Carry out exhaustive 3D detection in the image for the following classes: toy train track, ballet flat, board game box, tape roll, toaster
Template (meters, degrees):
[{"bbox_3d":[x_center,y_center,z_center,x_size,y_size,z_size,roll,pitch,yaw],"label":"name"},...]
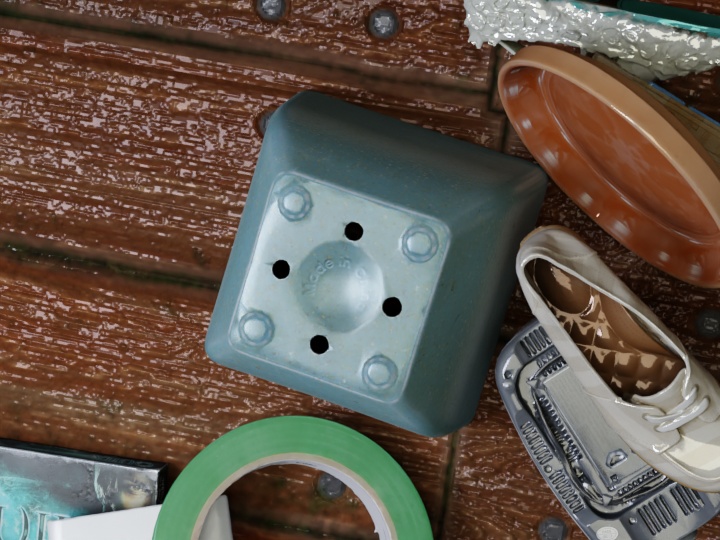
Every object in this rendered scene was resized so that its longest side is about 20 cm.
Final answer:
[{"bbox_3d":[0.230,-0.089,1.060,0.199,0.033,0.115,28,106,-17],"label":"toy train track"},{"bbox_3d":[0.162,-0.159,1.078,0.198,0.072,0.073,17,98,13],"label":"ballet flat"},{"bbox_3d":[-0.248,0.198,1.194,0.198,0.028,0.137,7,97,8],"label":"board game box"},{"bbox_3d":[-0.048,0.204,1.114,0.198,0.048,0.203,1,79,-8],"label":"tape roll"},{"bbox_3d":[0.164,0.088,1.064,0.113,0.129,0.201,-34,90,10],"label":"toaster"}]

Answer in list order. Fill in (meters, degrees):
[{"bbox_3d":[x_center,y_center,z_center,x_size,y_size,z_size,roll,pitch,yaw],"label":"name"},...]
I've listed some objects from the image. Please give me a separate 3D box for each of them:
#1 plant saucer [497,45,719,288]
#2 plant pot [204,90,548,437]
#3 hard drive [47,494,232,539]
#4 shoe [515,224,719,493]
[{"bbox_3d":[0.171,-0.070,1.018,0.200,0.200,0.032,45,80,3],"label":"plant saucer"},{"bbox_3d":[0.000,0.000,1.047,0.194,0.200,0.198,19,98,8],"label":"plant pot"},{"bbox_3d":[-0.147,0.271,1.132,0.130,0.027,0.202,-8,80,-2],"label":"hard drive"},{"bbox_3d":[0.163,0.059,0.968,0.070,0.053,0.200,-42,88,11],"label":"shoe"}]
